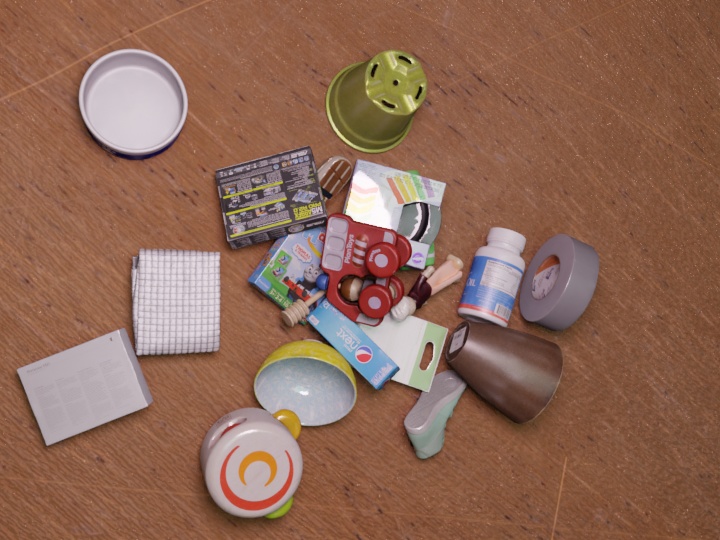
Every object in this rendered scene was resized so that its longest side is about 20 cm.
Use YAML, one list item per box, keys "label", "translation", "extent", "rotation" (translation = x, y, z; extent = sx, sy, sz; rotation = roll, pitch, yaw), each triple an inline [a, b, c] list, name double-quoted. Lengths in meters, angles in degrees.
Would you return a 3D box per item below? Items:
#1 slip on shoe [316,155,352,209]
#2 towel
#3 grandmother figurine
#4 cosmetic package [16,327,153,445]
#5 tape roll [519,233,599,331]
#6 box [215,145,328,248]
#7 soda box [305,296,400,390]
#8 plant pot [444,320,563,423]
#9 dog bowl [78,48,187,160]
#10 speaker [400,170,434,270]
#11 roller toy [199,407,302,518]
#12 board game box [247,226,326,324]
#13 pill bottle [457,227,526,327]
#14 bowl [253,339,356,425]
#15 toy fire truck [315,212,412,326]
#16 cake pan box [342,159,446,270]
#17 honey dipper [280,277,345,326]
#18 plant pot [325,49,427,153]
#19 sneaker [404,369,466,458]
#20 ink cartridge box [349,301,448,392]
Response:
- label: "slip on shoe"
  translation: [-0.098, -0.157, 1.602]
  extent: [0.076, 0.061, 0.200]
  rotation: [35, 95, -32]
- label: "towel"
  translation: [-0.354, 0.060, 1.496]
  extent: [0.165, 0.086, 0.201]
  rotation: [-1, 87, -15]
- label: "grandmother figurine"
  translation: [0.135, 0.039, 1.614]
  extent: [0.200, 0.060, 0.122]
  rotation: [-37, 141, -32]
- label: "cosmetic package"
  translation: [-0.504, 0.212, 1.430]
  extent: [0.199, 0.052, 0.151]
  rotation: [-21, 93, -2]
- label: "tape roll"
  translation: [0.422, 0.026, 1.663]
  extent: [0.066, 0.200, 0.201]
  rotation: [22, 80, -15]
- label: "box"
  translation: [-0.175, -0.144, 1.530]
  extent: [0.199, 0.044, 0.161]
  rotation: [-15, 70, 1]
- label: "soda box"
  translation: [-0.014, 0.146, 1.546]
  extent: [0.064, 0.068, 0.200]
  rotation: [-45, 77, -3]
- label: "plant pot"
  translation: [0.282, 0.190, 1.614]
  extent: [0.199, 0.187, 0.188]
  rotation: [28, 78, -13]
- label: "dog bowl"
  translation: [-0.438, -0.318, 1.503]
  extent: [0.199, 0.079, 0.201]
  rotation: [1, 85, -17]
- label: "speaker"
  translation: [0.103, -0.105, 1.641]
  extent: [0.088, 0.088, 0.201]
  rotation: [-9, 88, -17]
- label: "roller toy"
  translation: [-0.210, 0.359, 1.481]
  extent: [0.182, 0.140, 0.201]
  rotation: [11, 93, -19]
- label: "board game box"
  translation: [-0.113, -0.015, 1.570]
  extent: [0.151, 0.037, 0.200]
  rotation: [42, 74, -32]
- label: "pill bottle"
  translation: [0.289, 0.015, 1.671]
  extent: [0.112, 0.112, 0.201]
  rotation: [22, 79, -13]
- label: "bowl"
  translation: [-0.103, 0.200, 1.531]
  extent: [0.199, 0.200, 0.108]
  rotation: [22, 38, -13]
- label: "toy fire truck"
  translation: [0.000, 0.000, 1.504]
  extent: [0.167, 0.112, 0.201]
  rotation: [15, 107, 15]
- label: "cake pan box"
  translation: [0.062, -0.110, 1.572]
  extent: [0.199, 0.052, 0.185]
  rotation: [16, 89, -4]
- label: "honey dipper"
  translation: [-0.073, 0.043, 1.564]
  extent: [0.200, 0.038, 0.038]
  rotation: [-36, 96, -26]
- label: "plant pot"
  translation: [0.045, -0.358, 1.593]
  extent: [0.199, 0.184, 0.202]
  rotation: [1, 86, -16]
- label: "sneaker"
  translation: [0.164, 0.304, 1.644]
  extent: [0.200, 0.074, 0.119]
  rotation: [-43, 134, -34]
- label: "ink cartridge box"
  translation: [0.068, 0.156, 1.627]
  extent: [0.199, 0.048, 0.146]
  rotation: [21, 80, -13]
